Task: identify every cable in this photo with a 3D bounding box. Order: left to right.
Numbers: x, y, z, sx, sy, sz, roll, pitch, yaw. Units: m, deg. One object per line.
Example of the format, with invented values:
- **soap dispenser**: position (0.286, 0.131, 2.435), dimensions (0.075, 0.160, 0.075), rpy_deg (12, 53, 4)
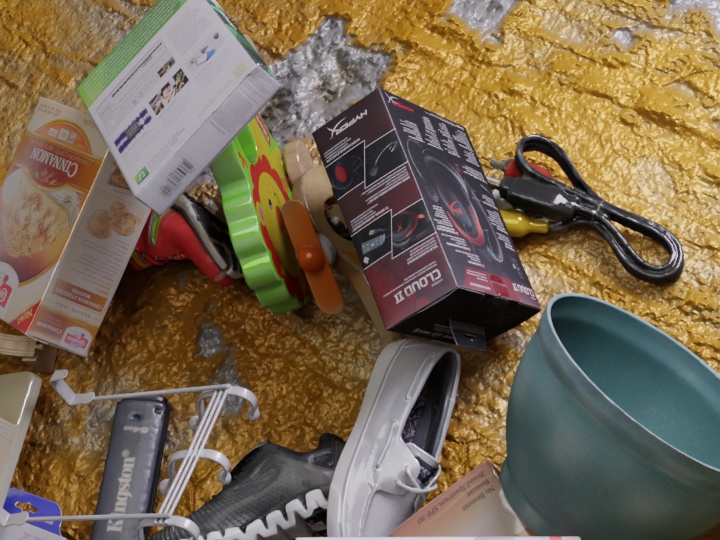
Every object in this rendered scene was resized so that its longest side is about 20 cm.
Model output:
- **cable**: position (0.186, -0.049, 1.285), dimensions (0.198, 0.050, 0.098), rpy_deg (22, 65, 17)

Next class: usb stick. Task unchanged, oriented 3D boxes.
- **usb stick**: position (-0.204, 0.204, 1.318), dimensions (0.055, 0.033, 0.202), rpy_deg (-2, 65, 22)

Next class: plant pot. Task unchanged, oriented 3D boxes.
- **plant pot**: position (0.184, 0.131, 1.115), dimensions (0.201, 0.199, 0.135), rpy_deg (49, 116, 32)

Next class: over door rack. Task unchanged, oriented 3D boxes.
- **over door rack**: position (-0.193, 0.161, 1.266), dimensions (0.198, 0.067, 0.149), rpy_deg (2, 46, 23)

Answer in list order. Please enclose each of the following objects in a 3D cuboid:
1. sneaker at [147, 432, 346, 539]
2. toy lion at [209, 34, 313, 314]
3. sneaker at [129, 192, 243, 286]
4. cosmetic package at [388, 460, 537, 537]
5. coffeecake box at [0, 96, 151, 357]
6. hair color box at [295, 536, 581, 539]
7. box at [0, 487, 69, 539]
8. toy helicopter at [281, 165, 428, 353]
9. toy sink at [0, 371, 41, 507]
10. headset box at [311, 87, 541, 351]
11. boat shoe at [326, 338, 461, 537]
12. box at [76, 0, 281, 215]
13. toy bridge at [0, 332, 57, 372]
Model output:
- **sneaker**: position (-0.087, 0.190, 1.260), dimensions (0.198, 0.067, 0.091), rpy_deg (-19, 57, 9)
- **toy lion**: position (-0.091, -0.071, 1.313), dimensions (0.068, 0.201, 0.193), rpy_deg (-16, 42, 12)
- **sneaker**: position (-0.174, -0.029, 1.402), dimensions (0.085, 0.077, 0.200), rpy_deg (-52, 47, 1)
- **cosmetic package**: position (0.118, 0.256, 1.126), dimensions (0.103, 0.087, 0.201), rpy_deg (-37, 58, 0)
- **coffeecake box**: position (-0.273, -0.043, 1.395), dimensions (0.153, 0.073, 0.202), rpy_deg (21, 87, 48)
- **hair color box**: position (0.053, 0.243, 1.033), dimensions (0.197, 0.064, 0.112), rpy_deg (-2, 55, 2)
- **box**: position (-0.316, 0.292, 1.313), dimensions (0.118, 0.041, 0.202), rpy_deg (12, 69, 34)
- **toy helicopter**: position (0.000, 0.000, 1.285), dimensions (0.079, 0.132, 0.202), rpy_deg (-37, 72, 36)
- **toy sink**: position (-0.384, 0.166, 1.334), dimensions (0.129, 0.112, 0.202), rpy_deg (-10, 55, 41)
- **headset box**: position (0.058, -0.029, 1.221), dimensions (0.075, 0.148, 0.202), rpy_deg (-31, 67, 25)
- **boat shoe**: position (0.033, 0.150, 1.194), dimensions (0.068, 0.072, 0.202), rpy_deg (-5, 56, 46)
- **box**: position (-0.154, -0.151, 1.257), dimensions (0.144, 0.036, 0.200), rpy_deg (-45, 40, 8)
- **toy bridge**: position (-0.382, 0.072, 1.435), dimensions (0.198, 0.067, 0.028), rpy_deg (-2, 65, 22)
